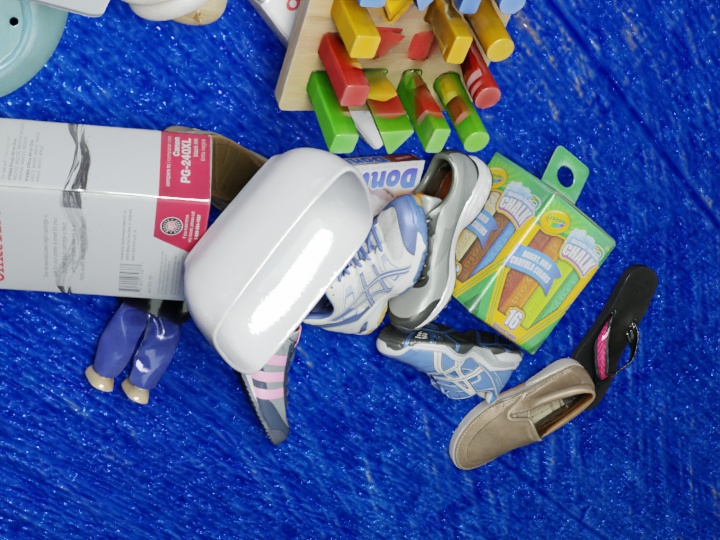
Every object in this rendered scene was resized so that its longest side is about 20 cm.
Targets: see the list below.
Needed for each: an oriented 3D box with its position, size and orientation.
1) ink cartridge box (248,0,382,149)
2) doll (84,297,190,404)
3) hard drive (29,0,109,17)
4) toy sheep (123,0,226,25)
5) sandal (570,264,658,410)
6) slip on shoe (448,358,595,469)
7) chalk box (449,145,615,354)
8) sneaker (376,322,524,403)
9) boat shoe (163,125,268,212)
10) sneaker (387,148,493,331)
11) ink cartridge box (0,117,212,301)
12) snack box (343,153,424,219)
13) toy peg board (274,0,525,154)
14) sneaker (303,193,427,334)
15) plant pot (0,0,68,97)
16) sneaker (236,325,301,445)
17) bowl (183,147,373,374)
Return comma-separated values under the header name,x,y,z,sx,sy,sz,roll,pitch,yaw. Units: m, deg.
name,x,y,z,sx,sy,sz,roll,pitch,yaw
ink cartridge box,0.000,-0.241,1.132,0.146,0.083,0.200,-42,128,-1
doll,-0.207,0.028,1.184,0.135,0.049,0.202,22,103,-21
hard drive,-0.269,-0.275,0.890,0.131,0.201,0.027,8,134,-38
toy sheep,-0.167,-0.287,0.993,0.137,0.138,0.201,-36,130,-6
sandal,0.319,0.089,1.501,0.074,0.045,0.202,14,108,-33
slip on shoe,0.200,0.186,1.470,0.199,0.061,0.076,-31,124,0
chalk box,0.183,-0.037,1.313,0.124,0.124,0.201,31,99,-37
sneaker,0.101,0.108,1.375,0.198,0.076,0.078,14,104,-31
boat shoe,-0.116,-0.085,1.167,0.199,0.065,0.073,32,89,-51
sneaker,0.069,-0.035,1.264,0.079,0.073,0.202,23,86,-51
ink cartridge box,-0.235,-0.051,1.045,0.197,0.084,0.146,4,143,-11
snack box,-0.016,-0.077,1.212,0.199,0.024,0.073,-10,121,-45
toy peg board,0.051,-0.191,1.030,0.198,0.099,0.200,-4,141,-24
sneaker,0.000,0.000,1.231,0.087,0.076,0.201,4,137,-27
plant pot,-0.318,-0.215,0.944,0.198,0.135,0.202,-12,120,-22
sneaker,-0.092,0.097,1.269,0.081,0.070,0.202,-23,125,-11
bowl,-0.079,-0.015,1.070,0.200,0.074,0.200,-51,164,-8
